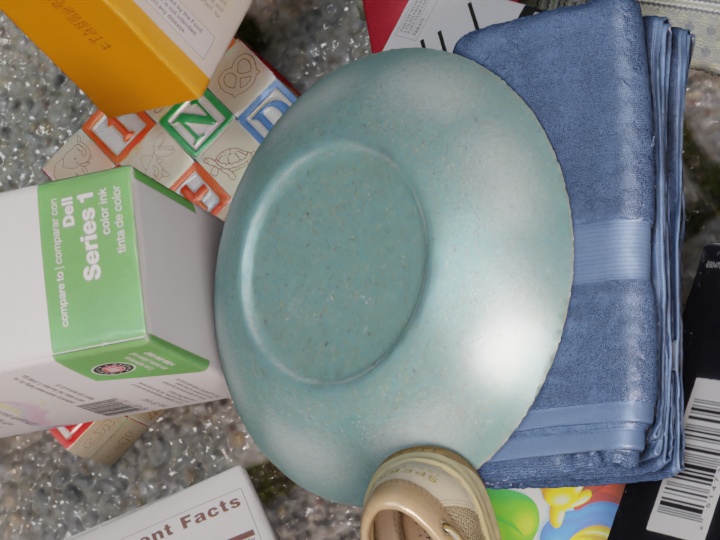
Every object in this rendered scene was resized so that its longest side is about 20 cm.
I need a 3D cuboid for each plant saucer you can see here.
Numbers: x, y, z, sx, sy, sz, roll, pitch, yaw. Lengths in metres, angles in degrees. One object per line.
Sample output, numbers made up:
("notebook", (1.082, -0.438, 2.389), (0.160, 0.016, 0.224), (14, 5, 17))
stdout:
("plant saucer", (0.000, 0.000, 1.254), (0.201, 0.039, 0.201), (-8, 77, 38))

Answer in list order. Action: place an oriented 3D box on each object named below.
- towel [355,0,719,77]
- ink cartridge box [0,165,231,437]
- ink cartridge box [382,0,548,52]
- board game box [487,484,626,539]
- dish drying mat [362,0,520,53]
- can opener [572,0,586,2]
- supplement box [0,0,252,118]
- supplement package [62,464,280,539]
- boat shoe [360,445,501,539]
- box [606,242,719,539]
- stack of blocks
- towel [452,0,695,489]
("towel", (0.108, -0.198, 1.435), (0.200, 0.035, 0.193), (12, 85, 18))
("ink cartridge box", (-0.166, 0.023, 1.346), (0.200, 0.145, 0.084), (-11, 76, 16))
("ink cartridge box", (0.026, -0.029, 1.327), (0.094, 0.044, 0.200), (19, 78, 40))
("board game box", (0.087, 0.162, 1.320), (0.103, 0.105, 0.200), (-3, 77, 18))
("dish drying mat", (0.046, -0.090, 1.402), (0.077, 0.018, 0.200), (-10, 95, 14))
("can opener", (0.044, -0.161, 1.355), (0.200, 0.063, 0.079), (-2, 42, -5))
("supplement box", (-0.098, -0.190, 1.402), (0.073, 0.126, 0.200), (-8, 47, 45))
("supplement package", (-0.060, 0.211, 1.309), (0.117, 0.117, 0.200), (-24, 51, -1))
("boat shoe", (0.041, 0.175, 1.211), (0.071, 0.065, 0.200), (-18, 101, 19))
("box", (0.220, 0.115, 1.230), (0.198, 0.123, 0.200), (22, 84, -22))
("stack of blocks", (-0.101, -0.017, 1.443), (0.200, 0.059, 0.115), (-47, 69, 4))
("towel", (0.086, -0.009, 1.239), (0.112, 0.049, 0.200), (-7, 78, 38))
